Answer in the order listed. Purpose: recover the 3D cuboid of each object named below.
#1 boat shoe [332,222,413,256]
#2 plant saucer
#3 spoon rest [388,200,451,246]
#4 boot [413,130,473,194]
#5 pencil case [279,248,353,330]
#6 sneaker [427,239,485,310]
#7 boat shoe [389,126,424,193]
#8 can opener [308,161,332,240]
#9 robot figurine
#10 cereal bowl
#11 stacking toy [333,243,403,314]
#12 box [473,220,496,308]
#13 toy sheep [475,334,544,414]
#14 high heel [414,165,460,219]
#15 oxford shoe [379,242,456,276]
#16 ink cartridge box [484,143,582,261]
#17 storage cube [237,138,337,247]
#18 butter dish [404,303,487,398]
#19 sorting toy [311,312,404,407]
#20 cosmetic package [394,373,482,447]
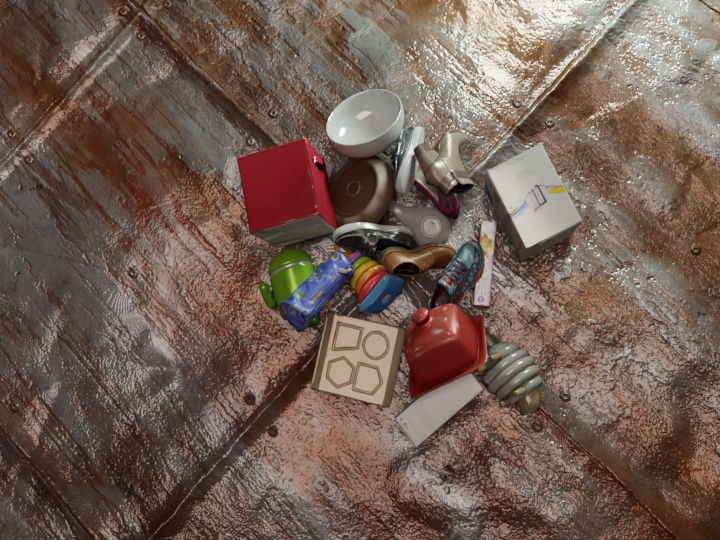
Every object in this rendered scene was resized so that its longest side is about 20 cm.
[{"bbox_3d":[0.032,-0.063,1.655,0.194,0.071,0.067,3,50,-12],"label":"boat shoe"},{"bbox_3d":[-0.011,-0.192,1.701,0.196,0.036,0.206,-14,64,30],"label":"plant saucer"},{"bbox_3d":[0.130,-0.129,1.708,0.197,0.061,0.101,33,87,-1],"label":"spoon rest"},{"bbox_3d":[0.217,-0.248,1.658,0.197,0.071,0.147,-24,67,-36],"label":"boot"},{"bbox_3d":[-0.093,0.042,1.592,0.200,0.086,0.079,-46,116,-26],"label":"pencil case"},{"bbox_3d":[0.219,0.024,1.617,0.078,0.095,0.203,32,104,19],"label":"sneaker"},{"bbox_3d":[0.100,-0.266,1.679,0.066,0.072,0.204,5,58,19],"label":"boat shoe"},{"bbox_3d":[-0.117,-0.178,1.753,0.052,0.066,0.205,17,82,-33],"label":"can opener"},{"bbox_3d":[-0.153,0.039,1.683,0.171,0.116,0.205,-19,78,-1],"label":"robot figurine"},{"bbox_3d":[0.019,-0.346,1.722,0.195,0.084,0.204,-13,48,14],"label":"cereal bowl"},{"bbox_3d":[0.000,0.000,1.685,0.117,0.109,0.200,-49,65,13],"label":"stacking toy"},{"bbox_3d":[0.295,-0.016,1.666,0.038,0.041,0.206,5,82,10],"label":"box"},{"bbox_3d":[0.333,0.229,1.573,0.136,0.138,0.203,-31,72,2],"label":"toy sheep"},{"bbox_3d":[0.172,-0.206,1.722,0.067,0.097,0.199,-41,57,-11],"label":"high heel"},{"bbox_3d":[0.144,-0.015,1.641,0.195,0.073,0.072,-7,39,-22],"label":"oxford shoe"},{"bbox_3d":[0.393,-0.152,1.620,0.142,0.147,0.204,-26,78,3],"label":"ink cartridge box"},{"bbox_3d":[-0.168,-0.174,1.641,0.195,0.171,0.185,-15,78,10],"label":"storage cube"},{"bbox_3d":[0.165,0.147,1.547,0.197,0.201,0.149,-29,112,21],"label":"butter dish"},{"bbox_3d":[-0.005,0.211,1.677,0.195,0.036,0.190,12,82,6],"label":"sorting toy"},{"bbox_3d":[0.177,0.300,1.595,0.199,0.108,0.085,-40,79,1],"label":"cosmetic package"}]
